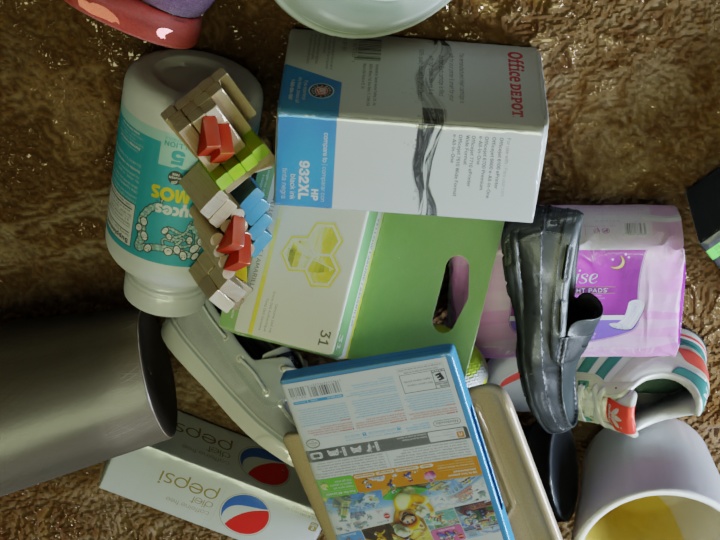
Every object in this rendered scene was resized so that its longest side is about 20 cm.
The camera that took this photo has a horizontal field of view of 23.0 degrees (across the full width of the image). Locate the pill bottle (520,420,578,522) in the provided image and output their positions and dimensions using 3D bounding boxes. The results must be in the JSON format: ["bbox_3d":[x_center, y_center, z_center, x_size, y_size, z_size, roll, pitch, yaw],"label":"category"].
[{"bbox_3d":[0.080,0.174,1.510,0.198,0.112,0.113,-4,122,23],"label":"pill bottle"}]

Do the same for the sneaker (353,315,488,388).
[{"bbox_3d":[0.013,0.070,1.470,0.199,0.076,0.106,36,140,23],"label":"sneaker"}]

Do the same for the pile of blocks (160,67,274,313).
[{"bbox_3d":[-0.091,-0.049,1.329,0.081,0.062,0.201,-19,129,-18],"label":"pile of blocks"}]

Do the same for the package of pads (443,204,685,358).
[{"bbox_3d":[0.165,0.008,1.453,0.198,0.076,0.121,0,125,4],"label":"package of pads"}]

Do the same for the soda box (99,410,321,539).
[{"bbox_3d":[-0.127,0.186,1.577,0.198,0.068,0.064,22,119,-10],"label":"soda box"}]

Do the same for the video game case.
[{"bbox_3d":[0.032,0.157,1.393,0.142,0.018,0.202,-10,114,18],"label":"video game case"}]

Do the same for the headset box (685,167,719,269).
[{"bbox_3d":[0.381,-0.032,1.410,0.173,0.093,0.200,-34,113,20],"label":"headset box"}]

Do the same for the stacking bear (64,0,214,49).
[{"bbox_3d":[-0.124,-0.275,1.288,0.113,0.122,0.201,27,111,-10],"label":"stacking bear"}]

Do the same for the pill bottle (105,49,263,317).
[{"bbox_3d":[-0.144,-0.065,1.406,0.110,0.111,0.202,10,121,-3],"label":"pill bottle"}]

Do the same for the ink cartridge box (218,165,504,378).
[{"bbox_3d":[0.000,0.000,1.400,0.198,0.048,0.147,13,86,20],"label":"ink cartridge box"}]

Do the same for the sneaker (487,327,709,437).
[{"bbox_3d":[0.199,0.098,1.494,0.198,0.094,0.071,-4,120,5],"label":"sneaker"}]

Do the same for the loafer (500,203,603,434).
[{"bbox_3d":[0.156,0.041,1.389,0.070,0.068,0.202,-2,119,16],"label":"loafer"}]

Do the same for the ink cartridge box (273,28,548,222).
[{"bbox_3d":[0.038,-0.112,1.349,0.198,0.146,0.084,4,122,0],"label":"ink cartridge box"}]

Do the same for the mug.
[{"bbox_3d":[0.236,0.212,1.525,0.186,0.154,0.149,-35,114,21],"label":"mug"}]

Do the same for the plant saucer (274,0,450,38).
[{"bbox_3d":[0.018,-0.254,1.283,0.198,0.050,0.202,-11,124,-16],"label":"plant saucer"}]

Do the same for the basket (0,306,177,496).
[{"bbox_3d":[-0.263,0.105,1.480,0.198,0.181,0.137,-13,129,5],"label":"basket"}]

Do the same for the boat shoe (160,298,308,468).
[{"bbox_3d":[-0.080,0.090,1.489,0.200,0.072,0.069,45,110,19],"label":"boat shoe"}]

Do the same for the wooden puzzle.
[{"bbox_3d":[0.056,0.186,1.434,0.198,0.037,0.186,-13,113,20],"label":"wooden puzzle"}]
